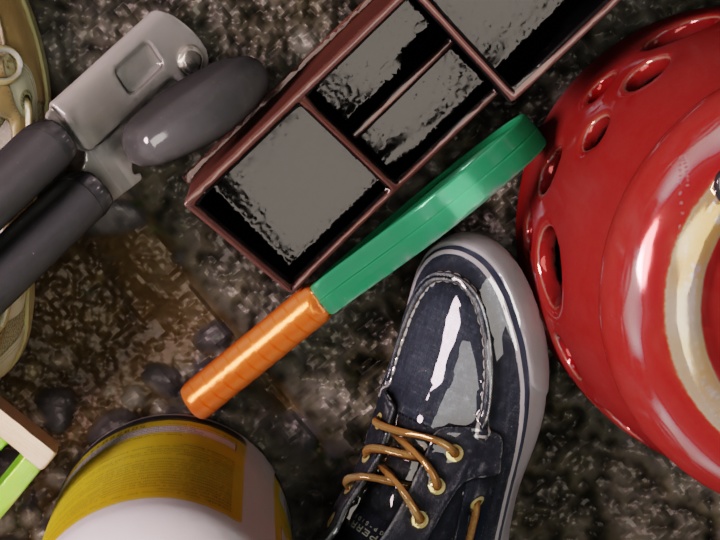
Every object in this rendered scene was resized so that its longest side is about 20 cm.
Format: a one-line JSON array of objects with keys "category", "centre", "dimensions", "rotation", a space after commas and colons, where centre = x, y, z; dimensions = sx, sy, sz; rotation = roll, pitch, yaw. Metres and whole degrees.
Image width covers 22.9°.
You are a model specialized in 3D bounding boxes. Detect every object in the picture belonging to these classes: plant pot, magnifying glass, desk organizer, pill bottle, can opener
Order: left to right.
[{"category": "can opener", "centre": [-0.124, -0.037, 0.736], "dimensions": [0.200, 0.066, 0.053], "rotation": [-45, 116, -24]}, {"category": "pill bottle", "centre": [-0.082, 0.137, 0.735], "dimensions": [0.111, 0.200, 0.113], "rotation": [-1, 101, -3]}, {"category": "magnifying glass", "centre": [0.000, 0.000, 0.783], "dimensions": [0.200, 0.080, 0.022], "rotation": [-37, 95, 15]}, {"category": "desk organizer", "centre": [0.017, -0.078, 0.760], "dimensions": [0.200, 0.077, 0.072], "rotation": [-44, 100, 6]}, {"category": "plant pot", "centre": [0.170, -0.004, 0.732], "dimensions": [0.199, 0.183, 0.202], "rotation": [0, 102, -1]}]

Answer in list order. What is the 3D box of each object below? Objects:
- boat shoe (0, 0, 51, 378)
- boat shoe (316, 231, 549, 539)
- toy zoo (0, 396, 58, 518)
[{"category": "boat shoe", "centre": [-0.174, -0.044, 0.764], "dimensions": [0.073, 0.063, 0.202], "rotation": [3, 101, -3]}, {"category": "boat shoe", "centre": [0.025, 0.088, 0.767], "dimensions": [0.071, 0.091, 0.201], "rotation": [17, 113, 35]}, {"category": "toy zoo", "centre": [-0.240, 0.110, 0.742], "dimensions": [0.131, 0.020, 0.200], "rotation": [39, 93, -10]}]
